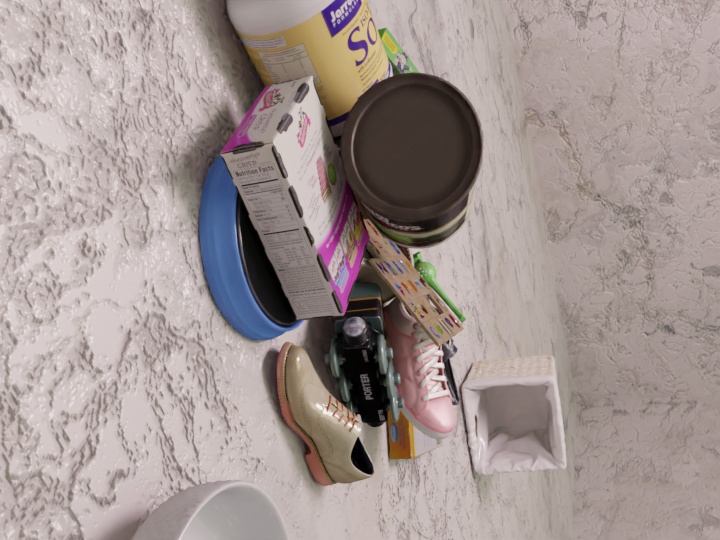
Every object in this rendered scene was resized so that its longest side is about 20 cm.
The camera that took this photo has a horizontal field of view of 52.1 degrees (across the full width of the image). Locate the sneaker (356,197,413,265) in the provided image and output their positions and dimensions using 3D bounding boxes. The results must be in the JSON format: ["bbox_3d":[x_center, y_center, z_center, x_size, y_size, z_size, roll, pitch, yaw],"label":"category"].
[{"bbox_3d":[0.047,-0.080,1.112,0.113,0.070,0.204,-56,133,-54],"label":"sneaker"}]

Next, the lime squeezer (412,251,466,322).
[{"bbox_3d":[0.099,-0.001,1.149,0.070,0.038,0.200,27,16,-39],"label":"lime squeezer"}]

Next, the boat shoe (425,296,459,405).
[{"bbox_3d":[0.114,0.117,1.121,0.072,0.066,0.205,-47,129,-66],"label":"boat shoe"}]

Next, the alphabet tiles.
[{"bbox_3d":[0.056,0.009,0.965,0.201,0.008,0.167,51,15,10],"label":"alphabet tiles"}]

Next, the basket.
[{"bbox_3d":[0.327,0.299,1.557,0.161,0.195,0.204,-42,123,-70],"label":"basket"}]

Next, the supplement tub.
[{"bbox_3d":[-0.057,-0.263,0.798,0.202,0.142,0.148,61,31,-44],"label":"supplement tub"}]

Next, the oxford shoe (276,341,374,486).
[{"bbox_3d":[-0.036,0.160,0.828,0.072,0.072,0.203,-69,146,-49],"label":"oxford shoe"}]

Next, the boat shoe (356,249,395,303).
[{"bbox_3d":[0.000,0.000,0.976,0.060,0.071,0.199,61,14,23],"label":"boat shoe"}]

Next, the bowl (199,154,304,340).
[{"bbox_3d":[-0.097,-0.031,0.774,0.200,0.038,0.207,-7,90,-68],"label":"bowl"}]

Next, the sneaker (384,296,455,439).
[{"bbox_3d":[0.084,0.121,1.007,0.074,0.105,0.203,-4,54,-38],"label":"sneaker"}]

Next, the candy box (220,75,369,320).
[{"bbox_3d":[-0.058,-0.071,0.750,0.138,0.059,0.203,-70,147,-50],"label":"candy box"}]

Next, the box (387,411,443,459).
[{"bbox_3d":[0.092,0.229,1.183,0.199,0.040,0.123,19,66,-69],"label":"box"}]

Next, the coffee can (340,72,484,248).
[{"bbox_3d":[0.062,-0.112,0.822,0.200,0.142,0.151,42,44,-81],"label":"coffee can"}]

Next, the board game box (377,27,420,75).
[{"bbox_3d":[0.035,-0.228,0.980,0.200,0.132,0.030,43,61,-39],"label":"board game box"}]

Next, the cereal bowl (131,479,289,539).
[{"bbox_3d":[-0.127,0.263,0.557,0.199,0.081,0.206,-6,90,-69],"label":"cereal bowl"}]

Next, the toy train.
[{"bbox_3d":[0.008,0.110,0.930,0.203,0.083,0.116,76,11,-46],"label":"toy train"}]

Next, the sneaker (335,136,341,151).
[{"bbox_3d":[-0.023,-0.159,0.955,0.201,0.069,0.100,-47,129,-61],"label":"sneaker"}]
